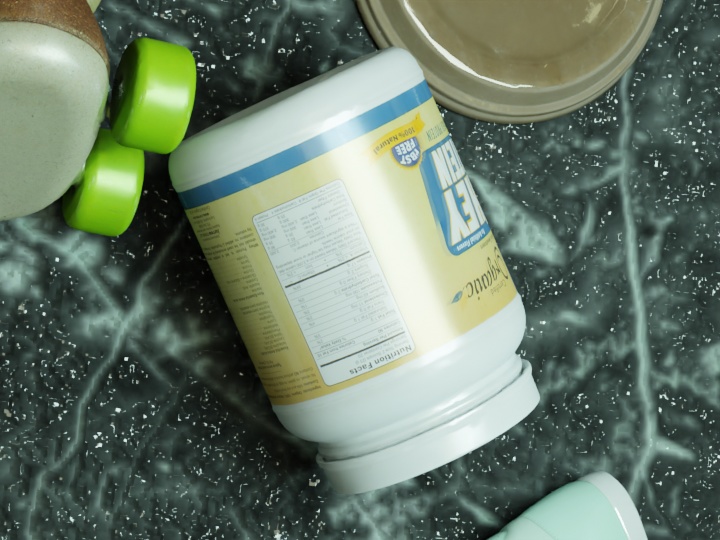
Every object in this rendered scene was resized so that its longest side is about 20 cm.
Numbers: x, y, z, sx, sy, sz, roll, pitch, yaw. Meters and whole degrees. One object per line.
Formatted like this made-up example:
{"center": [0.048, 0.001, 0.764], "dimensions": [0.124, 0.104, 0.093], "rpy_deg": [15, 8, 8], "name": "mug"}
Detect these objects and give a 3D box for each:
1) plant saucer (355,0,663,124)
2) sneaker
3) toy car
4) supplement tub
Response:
{"center": [0.089, -0.184, 1.273], "dimensions": [0.198, 0.029, 0.202], "rpy_deg": [0, 89, -18], "name": "plant saucer"}
{"center": [0.125, 0.226, 1.250], "dimensions": [0.117, 0.074, 0.202], "rpy_deg": [-22, 86, -24], "name": "sneaker"}
{"center": [-0.181, -0.141, 1.150], "dimensions": [0.163, 0.158, 0.202], "rpy_deg": [11, 57, -21], "name": "toy car"}
{"center": [0.000, 0.000, 1.177], "dimensions": [0.144, 0.145, 0.201], "rpy_deg": [-26, 97, -17], "name": "supplement tub"}
